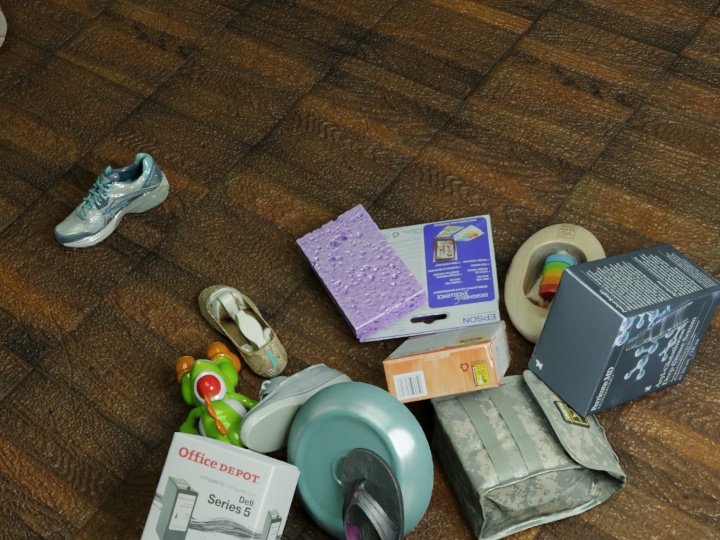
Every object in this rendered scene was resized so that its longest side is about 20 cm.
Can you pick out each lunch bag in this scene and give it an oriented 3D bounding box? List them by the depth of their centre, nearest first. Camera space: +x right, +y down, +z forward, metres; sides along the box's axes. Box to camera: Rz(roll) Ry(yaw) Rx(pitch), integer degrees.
[{"bbox_3d":[0.203,0.212,1.483,0.197,0.119,0.165,-15,44,-11],"label":"lunch bag"}]

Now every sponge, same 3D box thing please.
[{"bbox_3d":[0.000,0.000,1.708,0.110,0.030,0.201,-28,48,-8],"label":"sponge"}]

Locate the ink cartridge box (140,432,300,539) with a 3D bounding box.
[{"bbox_3d":[-0.173,0.307,1.449,0.144,0.084,0.203,13,82,23],"label":"ink cartridge box"}]

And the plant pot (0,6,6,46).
[{"bbox_3d":[-0.740,-0.474,2.224,0.199,0.201,0.178,-32,62,-15],"label":"plant pot"}]

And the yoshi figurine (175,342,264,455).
[{"bbox_3d":[-0.177,0.191,1.613,0.111,0.114,0.201,13,25,-27],"label":"yoshi figurine"}]

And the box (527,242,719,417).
[{"bbox_3d":[0.325,0.069,1.505,0.198,0.150,0.107,-12,41,-37],"label":"box"}]

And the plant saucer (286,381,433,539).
[{"bbox_3d":[-0.010,0.236,1.467,0.197,0.203,0.036,16,14,24],"label":"plant saucer"}]

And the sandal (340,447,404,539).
[{"bbox_3d":[0.014,0.306,1.412,0.074,0.048,0.204,-10,86,25],"label":"sandal"}]

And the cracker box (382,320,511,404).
[{"bbox_3d":[0.112,0.113,1.534,0.132,0.059,0.200,-11,3,13],"label":"cracker box"}]

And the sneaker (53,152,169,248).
[{"bbox_3d":[-0.395,-0.115,1.903,0.199,0.087,0.077,-36,51,-19],"label":"sneaker"}]

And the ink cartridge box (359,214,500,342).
[{"bbox_3d":[0.093,0.019,1.714,0.195,0.044,0.202,-7,48,8],"label":"ink cartridge box"}]

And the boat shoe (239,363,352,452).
[{"bbox_3d":[-0.093,0.170,1.575,0.071,0.071,0.200,31,32,30],"label":"boat shoe"}]

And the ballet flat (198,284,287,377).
[{"bbox_3d":[-0.167,0.067,1.715,0.070,0.066,0.200,-36,52,-18],"label":"ballet flat"}]

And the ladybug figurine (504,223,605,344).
[{"bbox_3d":[0.264,0.024,1.655,0.134,0.072,0.202,9,53,20],"label":"ladybug figurine"}]
